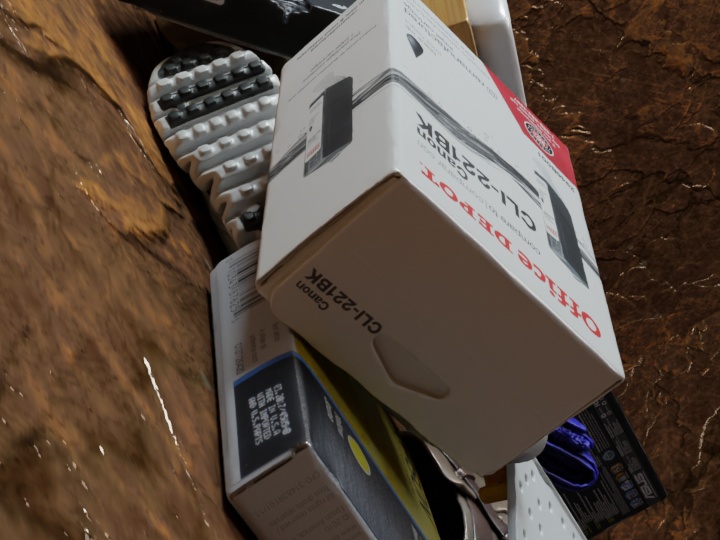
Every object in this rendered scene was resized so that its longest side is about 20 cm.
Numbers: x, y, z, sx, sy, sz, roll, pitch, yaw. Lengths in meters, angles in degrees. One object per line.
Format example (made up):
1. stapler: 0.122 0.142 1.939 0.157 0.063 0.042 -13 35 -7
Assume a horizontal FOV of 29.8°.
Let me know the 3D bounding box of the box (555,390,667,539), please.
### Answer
1. box: 0.148 0.151 1.135 0.200 0.160 0.044 57 7 -31

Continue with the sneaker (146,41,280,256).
1. sneaker: -0.061 -0.046 0.735 0.081 0.075 0.200 87 -22 -52

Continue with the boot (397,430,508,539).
1. boot: 0.057 0.139 0.849 0.146 0.070 0.200 44 7 -44

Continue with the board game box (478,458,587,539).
1. board game box: 0.107 0.221 0.714 0.201 0.026 0.200 -85 152 -43

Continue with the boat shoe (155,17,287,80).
1. boat shoe: -0.081 -0.131 0.921 0.063 0.073 0.200 52 9 -44

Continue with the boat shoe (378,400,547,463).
1. boat shoe: 0.027 0.042 0.739 0.068 0.072 0.200 32 -2 -43

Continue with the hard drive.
1. hard drive: -0.066 -0.175 0.847 0.139 0.038 0.200 17 19 -6

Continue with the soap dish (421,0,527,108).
1. soap dish: 0.055 -0.137 0.857 0.201 0.081 0.158 -94 170 -50

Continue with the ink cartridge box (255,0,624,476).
1. ink cartridge box: 0.034 -0.027 0.626 0.144 0.084 0.200 40 26 -24

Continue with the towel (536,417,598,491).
1. towel: 0.074 0.081 0.936 0.147 0.050 0.200 27 2 -14

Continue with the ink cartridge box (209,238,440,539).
1. ink cartridge box: 0.004 0.106 0.590 0.200 0.047 0.198 56 5 -24
